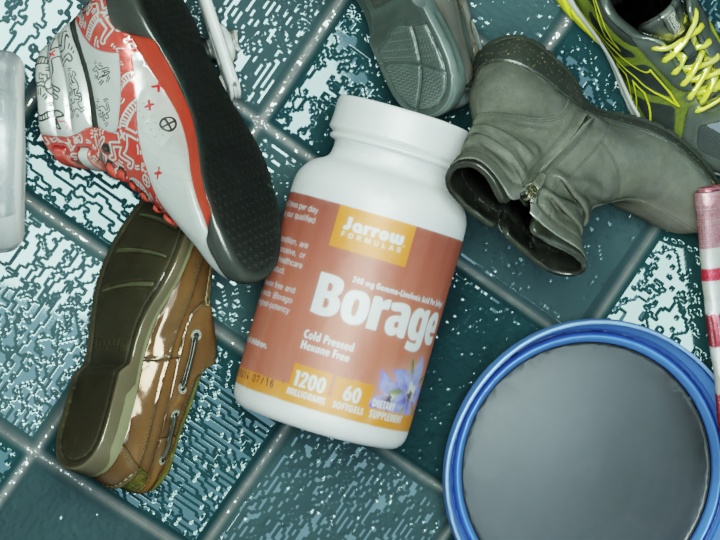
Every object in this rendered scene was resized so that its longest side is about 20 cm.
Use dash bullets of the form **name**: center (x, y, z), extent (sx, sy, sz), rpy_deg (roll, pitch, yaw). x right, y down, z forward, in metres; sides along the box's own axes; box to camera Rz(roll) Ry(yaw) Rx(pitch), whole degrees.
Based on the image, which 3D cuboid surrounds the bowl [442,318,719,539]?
- **bowl**: center (0.149, 0.131, 1.337), extent (0.200, 0.039, 0.201), rpy_deg (0, 92, -8)

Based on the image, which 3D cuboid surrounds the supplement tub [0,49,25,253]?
- **supplement tub**: center (-0.298, -0.071, 1.221), extent (0.199, 0.123, 0.123), rpy_deg (0, 93, -8)

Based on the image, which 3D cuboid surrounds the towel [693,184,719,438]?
- **towel**: center (0.279, 0.037, 1.329), extent (0.144, 0.023, 0.201), rpy_deg (-11, 97, -32)

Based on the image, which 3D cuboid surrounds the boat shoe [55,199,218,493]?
- **boat shoe**: center (-0.126, 0.039, 1.285), extent (0.068, 0.072, 0.200), rpy_deg (27, 79, -38)

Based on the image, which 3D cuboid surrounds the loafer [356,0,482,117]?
- **loafer**: center (0.027, -0.194, 1.301), extent (0.063, 0.072, 0.201), rpy_deg (-20, 93, -51)

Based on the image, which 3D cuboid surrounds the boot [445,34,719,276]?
- **boot**: center (0.134, -0.044, 1.270), extent (0.200, 0.068, 0.131), rpy_deg (31, 48, -22)

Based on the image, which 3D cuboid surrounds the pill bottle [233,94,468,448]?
- **pill bottle**: center (0.000, 0.000, 1.272), extent (0.112, 0.112, 0.201), rpy_deg (15, 90, -9)

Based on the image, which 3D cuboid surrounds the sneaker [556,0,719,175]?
- **sneaker**: center (0.193, -0.136, 1.308), extent (0.074, 0.085, 0.200), rpy_deg (-44, 98, -3)

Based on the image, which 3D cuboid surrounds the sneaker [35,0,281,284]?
- **sneaker**: center (-0.126, -0.069, 1.248), extent (0.108, 0.067, 0.202), rpy_deg (-29, 80, 34)

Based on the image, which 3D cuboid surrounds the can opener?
- **can opener**: center (-0.121, -0.194, 1.277), extent (0.067, 0.053, 0.201), rpy_deg (-20, 94, -6)
